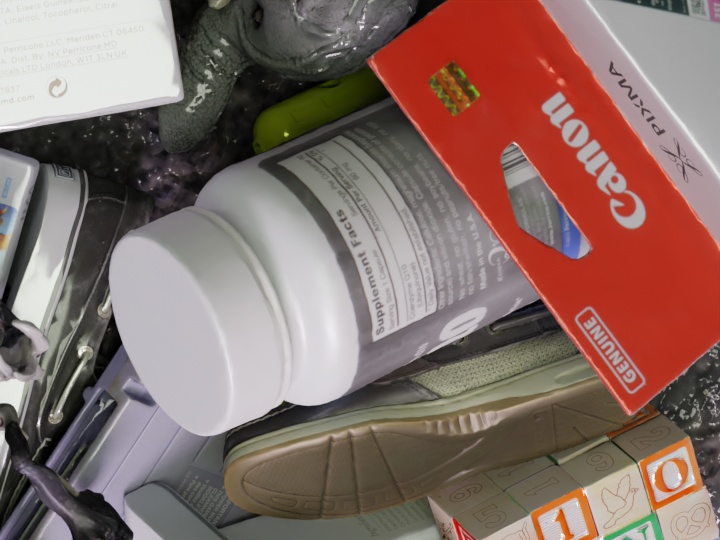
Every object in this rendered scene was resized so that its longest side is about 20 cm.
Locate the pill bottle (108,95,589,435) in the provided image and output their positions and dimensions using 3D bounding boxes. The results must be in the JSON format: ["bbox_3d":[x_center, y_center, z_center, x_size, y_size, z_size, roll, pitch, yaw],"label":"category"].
[{"bbox_3d":[-0.004,-0.009,1.324,0.200,0.114,0.114,-25,111,-28],"label":"pill bottle"}]

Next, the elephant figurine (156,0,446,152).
[{"bbox_3d":[-0.001,-0.145,1.339,0.141,0.155,0.200,12,84,-10],"label":"elephant figurine"}]

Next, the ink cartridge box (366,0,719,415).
[{"bbox_3d":[0.129,-0.067,1.300,0.173,0.044,0.200,-38,94,-21],"label":"ink cartridge box"}]

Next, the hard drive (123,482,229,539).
[{"bbox_3d":[-0.064,0.213,1.420,0.027,0.132,0.200,-25,133,-30],"label":"hard drive"}]

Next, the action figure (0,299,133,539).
[{"bbox_3d":[-0.185,0.058,1.329,0.119,0.102,0.200,-34,91,3],"label":"action figure"}]

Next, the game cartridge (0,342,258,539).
[{"bbox_3d":[-0.119,0.134,1.438,0.200,0.038,0.130,-56,143,6],"label":"game cartridge"}]

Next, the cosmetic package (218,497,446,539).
[{"bbox_3d":[0.030,0.154,1.466,0.200,0.074,0.102,-16,114,-16],"label":"cosmetic package"}]

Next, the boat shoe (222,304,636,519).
[{"bbox_3d":[0.030,0.060,1.382,0.200,0.066,0.072,-14,143,-6],"label":"boat shoe"}]

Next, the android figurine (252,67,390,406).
[{"bbox_3d":[0.000,0.000,1.420,0.200,0.041,0.182,-29,112,-26],"label":"android figurine"}]

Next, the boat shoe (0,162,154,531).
[{"bbox_3d":[-0.149,0.051,1.415,0.064,0.071,0.200,15,103,-19],"label":"boat shoe"}]

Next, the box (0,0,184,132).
[{"bbox_3d":[-0.152,-0.165,1.294,0.106,0.152,0.200,-10,97,-10],"label":"box"}]

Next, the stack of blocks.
[{"bbox_3d":[0.071,0.156,1.410,0.200,0.059,0.115,-26,117,-13],"label":"stack of blocks"}]

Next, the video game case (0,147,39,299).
[{"bbox_3d":[-0.244,0.022,1.392,0.143,0.018,0.200,18,102,2],"label":"video game case"}]
